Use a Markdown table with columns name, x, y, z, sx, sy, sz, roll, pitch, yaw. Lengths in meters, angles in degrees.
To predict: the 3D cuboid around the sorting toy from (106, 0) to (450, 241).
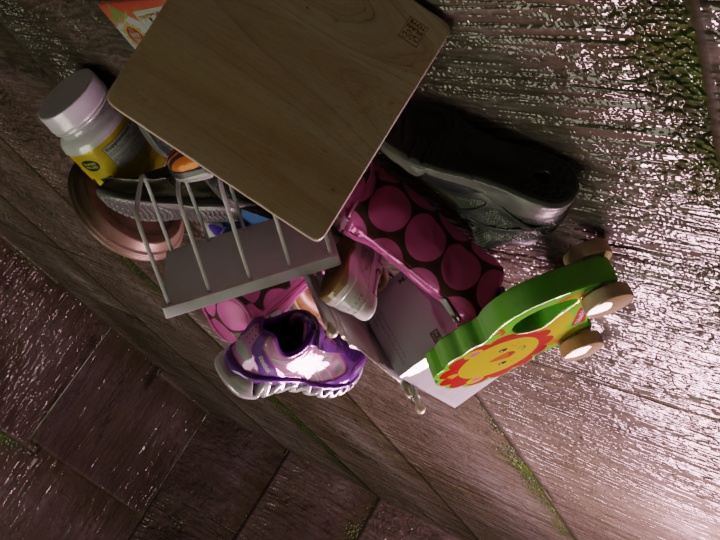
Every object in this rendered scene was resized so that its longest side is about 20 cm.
| name | x | y | z | sx | sy | sz | roll | pitch | yaw |
| --- | --- | --- | --- | --- | --- | --- | --- | --- | --- |
| sorting toy | -0.064 | -0.159 | 0.681 | 0.198 | 0.201 | 0.070 | 33 | 176 | -2 |

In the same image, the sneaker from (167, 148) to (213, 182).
| name | x | y | z | sx | sy | sz | roll | pitch | yaw |
| --- | --- | --- | --- | --- | --- | --- | --- | --- | --- |
| sneaker | -0.124 | -0.174 | 0.793 | 0.112 | 0.198 | 0.078 | 49 | -166 | -34 |

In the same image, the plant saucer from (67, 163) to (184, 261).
| name | x | y | z | sx | sy | sz | roll | pitch | yaw |
| --- | --- | --- | --- | --- | --- | --- | --- | --- | --- |
| plant saucer | -0.352 | -0.106 | 1.290 | 0.199 | 0.202 | 0.029 | 40 | 124 | -18 |

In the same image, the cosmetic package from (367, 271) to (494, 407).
| name | x | y | z | sx | sy | sz | roll | pitch | yaw |
| --- | --- | --- | --- | --- | --- | --- | --- | --- | --- |
| cosmetic package | 0.090 | 0.088 | 1.045 | 0.200 | 0.081 | 0.114 | 35 | -159 | -56 |

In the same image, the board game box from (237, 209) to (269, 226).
| name | x | y | z | sx | sy | sz | roll | pitch | yaw |
| --- | --- | --- | --- | --- | --- | --- | --- | --- | --- |
| board game box | -0.094 | -0.050 | 1.204 | 0.198 | 0.039 | 0.158 | 22 | 162 | 45 |

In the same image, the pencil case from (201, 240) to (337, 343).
| name | x | y | z | sx | sy | sz | roll | pitch | yaw |
| --- | --- | --- | --- | --- | --- | --- | --- | --- | --- |
| pencil case | -0.101 | 0.009 | 1.014 | 0.092 | 0.200 | 0.092 | 6 | 126 | 33 |

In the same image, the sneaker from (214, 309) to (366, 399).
| name | x | y | z | sx | sy | sz | roll | pitch | yaw |
| --- | --- | --- | --- | --- | --- | --- | --- | --- | --- |
| sneaker | -0.060 | 0.085 | 0.926 | 0.198 | 0.089 | 0.081 | 2 | -144 | -45 |

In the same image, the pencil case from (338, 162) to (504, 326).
| name | x | y | z | sx | sy | sz | roll | pitch | yaw |
| --- | --- | --- | --- | --- | --- | --- | --- | --- | --- |
| pencil case | 0.063 | -0.023 | 0.915 | 0.199 | 0.094 | 0.091 | 37 | 155 | -10 |

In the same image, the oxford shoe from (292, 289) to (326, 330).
| name | x | y | z | sx | sy | sz | roll | pitch | yaw |
| --- | --- | --- | --- | --- | --- | --- | --- | --- | --- |
| oxford shoe | -0.052 | 0.051 | 1.348 | 0.070 | 0.072 | 0.200 | -3 | 150 | 30 |

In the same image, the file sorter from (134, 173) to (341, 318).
| name | x | y | z | sx | sy | sz | roll | pitch | yaw |
| --- | --- | --- | --- | --- | --- | --- | --- | --- | --- |
| file sorter | -0.139 | -0.061 | 0.929 | 0.139 | 0.196 | 0.126 | -111 | 5 | -62 |

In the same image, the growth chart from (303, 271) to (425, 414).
| name | x | y | z | sx | sy | sz | roll | pitch | yaw |
| --- | --- | --- | --- | --- | --- | --- | --- | --- | --- |
| growth chart | 0.001 | 0.071 | 0.985 | 0.200 | 0.018 | 0.146 | 43 | -166 | -37 |

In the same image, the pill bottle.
| name | x | y | z | sx | sy | sz | roll | pitch | yaw |
| --- | --- | --- | --- | --- | --- | --- | --- | --- | --- |
| pill bottle | -0.346 | -0.176 | 1.182 | 0.113 | 0.115 | 0.201 | 13 | 152 | 43 |

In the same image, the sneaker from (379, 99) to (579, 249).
| name | x | y | z | sx | sy | sz | roll | pitch | yaw |
| --- | --- | --- | --- | --- | --- | --- | --- | --- | --- |
| sneaker | 0.095 | -0.081 | 0.777 | 0.196 | 0.077 | 0.115 | 23 | 153 | 11 |

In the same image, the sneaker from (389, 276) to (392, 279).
| name | x | y | z | sx | sy | sz | roll | pitch | yaw |
| --- | --- | --- | --- | --- | --- | --- | --- | --- | --- |
| sneaker | 0.035 | 0.068 | 1.220 | 0.084 | 0.074 | 0.200 | 8 | 150 | 44 |

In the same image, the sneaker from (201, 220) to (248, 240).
| name | x | y | z | sx | sy | sz | roll | pitch | yaw |
| --- | --- | --- | --- | --- | --- | --- | --- | --- | --- |
| sneaker | -0.167 | -0.023 | 1.201 | 0.145 | 0.081 | 0.200 | 32 | 173 | -12 |

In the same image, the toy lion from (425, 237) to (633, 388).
| name | x | y | z | sx | sy | sz | roll | pitch | yaw |
| --- | --- | --- | --- | --- | --- | --- | --- | --- | --- |
| toy lion | 0.158 | 0.061 | 0.850 | 0.201 | 0.188 | 0.070 | 85 | 166 | -65 |

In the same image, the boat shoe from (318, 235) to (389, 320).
| name | x | y | z | sx | sy | sz | roll | pitch | yaw |
| --- | --- | --- | --- | --- | --- | --- | --- | --- | --- |
| boat shoe | 0.000 | 0.000 | 0.978 | 0.069 | 0.201 | 0.071 | 40 | 116 | -12 |

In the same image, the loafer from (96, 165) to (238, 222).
| name | x | y | z | sx | sy | sz | roll | pitch | yaw |
| --- | --- | --- | --- | --- | --- | --- | --- | --- | --- |
| loafer | -0.258 | -0.109 | 1.149 | 0.196 | 0.071 | 0.075 | 4 | 163 | -4 |

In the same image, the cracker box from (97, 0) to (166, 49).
| name | x | y | z | sx | sy | sz | roll | pitch | yaw |
| --- | --- | --- | --- | --- | --- | --- | --- | --- | --- |
| cracker box | -0.160 | -0.220 | 0.875 | 0.132 | 0.058 | 0.201 | 13 | 151 | 42 |

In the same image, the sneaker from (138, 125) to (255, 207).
| name | x | y | z | sx | sy | sz | roll | pitch | yaw |
| --- | --- | --- | --- | --- | --- | --- | --- | --- | --- |
| sneaker | -0.176 | -0.148 | 1.025 | 0.113 | 0.077 | 0.199 | 6 | 150 | 49 |
